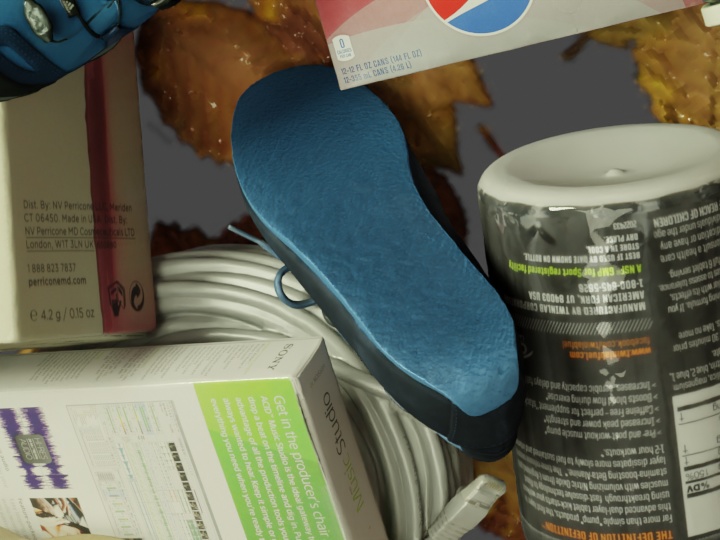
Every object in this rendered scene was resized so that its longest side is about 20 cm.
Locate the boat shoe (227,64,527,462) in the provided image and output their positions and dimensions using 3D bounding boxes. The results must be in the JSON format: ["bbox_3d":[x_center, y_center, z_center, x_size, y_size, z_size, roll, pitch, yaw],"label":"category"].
[{"bbox_3d":[0.000,0.000,0.832,0.084,0.200,0.069,-21,137,-4],"label":"boat shoe"}]

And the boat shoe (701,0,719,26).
[{"bbox_3d":[0.180,-0.147,0.696,0.200,0.075,0.062,-34,108,-16],"label":"boat shoe"}]

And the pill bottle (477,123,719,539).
[{"bbox_3d":[0.109,0.051,0.831,0.106,0.106,0.200,-1,108,21],"label":"pill bottle"}]

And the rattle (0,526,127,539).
[{"bbox_3d":[-0.151,0.164,0.831,0.200,0.143,0.130,32,126,1],"label":"rattle"}]

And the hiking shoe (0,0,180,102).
[{"bbox_3d":[-0.073,-0.132,0.779,0.087,0.200,0.074,2,129,55],"label":"hiking shoe"}]

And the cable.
[{"bbox_3d":[-0.050,0.082,0.925,0.200,0.069,0.200,37,118,6],"label":"cable"}]

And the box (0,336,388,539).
[{"bbox_3d":[-0.088,0.100,0.874,0.200,0.036,0.145,-3,118,27],"label":"box"}]

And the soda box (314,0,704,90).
[{"bbox_3d":[0.082,-0.124,0.798,0.200,0.070,0.064,-12,102,24],"label":"soda box"}]

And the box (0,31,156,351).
[{"bbox_3d":[-0.167,-0.066,0.858,0.128,0.109,0.200,-5,88,25],"label":"box"}]
